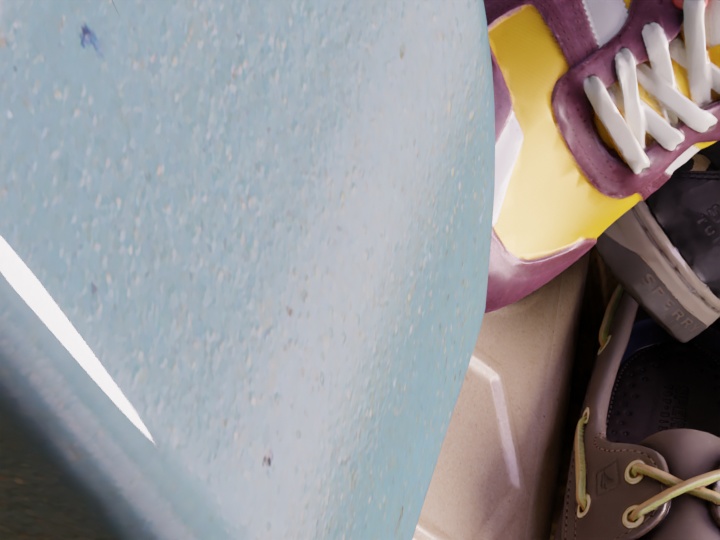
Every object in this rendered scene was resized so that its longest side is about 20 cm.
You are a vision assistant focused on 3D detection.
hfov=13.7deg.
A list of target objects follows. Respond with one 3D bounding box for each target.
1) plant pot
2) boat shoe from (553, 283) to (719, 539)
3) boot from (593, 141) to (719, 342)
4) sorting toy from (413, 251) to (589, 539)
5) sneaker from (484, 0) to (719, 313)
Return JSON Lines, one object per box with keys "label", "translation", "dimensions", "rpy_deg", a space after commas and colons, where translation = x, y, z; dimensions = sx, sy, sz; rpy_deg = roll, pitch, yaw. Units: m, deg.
{"label": "plant pot", "translation": [-0.079, -0.007, 0.592], "dimensions": [0.200, 0.195, 0.197], "rpy_deg": [56, 40, -37]}
{"label": "boat shoe", "translation": [0.092, 0.067, 0.867], "dimensions": [0.200, 0.072, 0.060], "rpy_deg": [-78, 173, -53]}
{"label": "boot", "translation": [0.125, -0.087, 0.898], "dimensions": [0.073, 0.150, 0.200], "rpy_deg": [42, 25, -34]}
{"label": "sorting toy", "translation": [0.000, 0.000, 0.851], "dimensions": [0.200, 0.036, 0.185], "rpy_deg": [40, 50, -42]}
{"label": "sneaker", "translation": [0.086, -0.066, 0.786], "dimensions": [0.200, 0.090, 0.075], "rpy_deg": [-52, 126, -22]}
